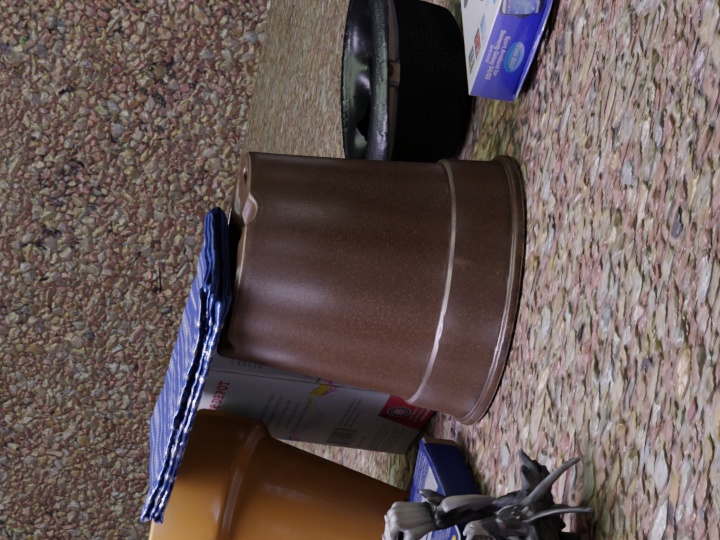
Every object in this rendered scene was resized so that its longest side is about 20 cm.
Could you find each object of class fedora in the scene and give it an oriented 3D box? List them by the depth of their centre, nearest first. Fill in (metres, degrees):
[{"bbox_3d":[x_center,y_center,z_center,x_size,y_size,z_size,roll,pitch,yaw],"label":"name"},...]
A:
[{"bbox_3d":[0.040,-0.156,1.633,0.201,0.091,0.203,-178,90,-79],"label":"fedora"}]

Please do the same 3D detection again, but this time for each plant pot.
[{"bbox_3d":[0.000,0.000,1.431,0.200,0.196,0.202,-171,90,-80],"label":"plant pot"},{"bbox_3d":[-0.058,0.224,1.545,0.200,0.181,0.202,9,-90,-81],"label":"plant pot"}]

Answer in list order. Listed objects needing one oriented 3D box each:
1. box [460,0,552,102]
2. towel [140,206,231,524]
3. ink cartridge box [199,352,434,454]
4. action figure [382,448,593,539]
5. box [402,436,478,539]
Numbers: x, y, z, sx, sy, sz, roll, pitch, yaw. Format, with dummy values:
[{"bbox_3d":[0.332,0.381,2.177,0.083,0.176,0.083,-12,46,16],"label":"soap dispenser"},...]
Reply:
[{"bbox_3d":[0.108,-0.220,1.449,0.201,0.041,0.120,-89,12,-47],"label":"box"},{"bbox_3d":[-0.131,0.067,1.436,0.145,0.024,0.201,-99,25,-62],"label":"towel"},{"bbox_3d":[-0.042,0.081,1.603,0.146,0.198,0.084,120,157,-65],"label":"ink cartridge box"},{"bbox_3d":[0.071,0.187,1.140,0.201,0.101,0.119,107,153,-44],"label":"action figure"},{"bbox_3d":[0.059,0.210,1.392,0.200,0.032,0.122,-108,27,-75],"label":"box"}]
